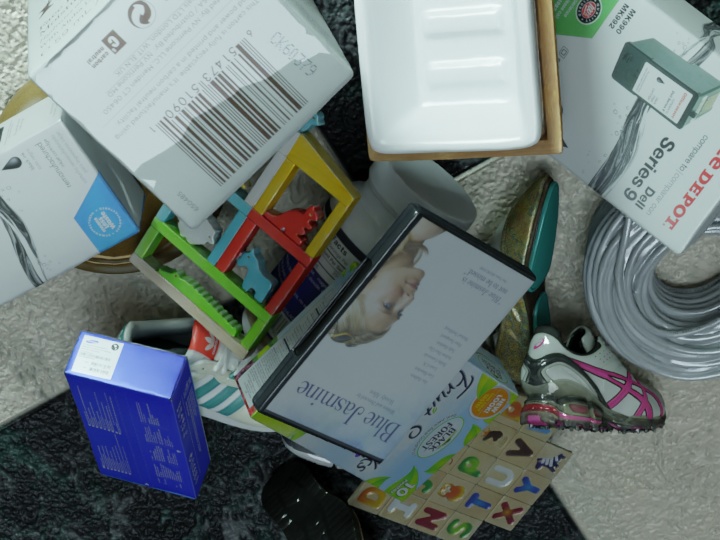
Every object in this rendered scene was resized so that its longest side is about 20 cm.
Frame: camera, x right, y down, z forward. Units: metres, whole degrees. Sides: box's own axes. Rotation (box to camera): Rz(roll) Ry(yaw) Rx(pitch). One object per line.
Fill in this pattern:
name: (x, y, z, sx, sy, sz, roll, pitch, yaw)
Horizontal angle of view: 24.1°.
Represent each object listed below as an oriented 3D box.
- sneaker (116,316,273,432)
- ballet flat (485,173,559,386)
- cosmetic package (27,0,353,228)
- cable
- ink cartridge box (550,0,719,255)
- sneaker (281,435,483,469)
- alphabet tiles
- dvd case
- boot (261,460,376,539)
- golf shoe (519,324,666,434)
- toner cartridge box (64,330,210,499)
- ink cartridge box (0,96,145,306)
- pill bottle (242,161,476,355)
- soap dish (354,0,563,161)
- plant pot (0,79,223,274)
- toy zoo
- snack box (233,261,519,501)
sneaker: (-0.116, 0.083, 1.437, 0.198, 0.071, 0.094, 10, 154, 0)
ballet flat: (0.132, 0.010, 1.444, 0.070, 0.071, 0.202, -3, 119, -2)
cosmetic package: (-0.130, -0.171, 1.226, 0.165, 0.200, 0.165, -43, 115, 8)
cable: (0.286, -0.004, 1.440, 0.198, 0.069, 0.201, 16, 119, -13)
ink cartridge box: (0.219, -0.133, 1.302, 0.199, 0.084, 0.147, 39, 114, 10)
sneaker: (0.029, 0.110, 1.494, 0.198, 0.078, 0.113, -2, 117, -15)
alphabet tiles: (0.085, 0.166, 1.490, 0.199, 0.006, 0.167, 24, 115, -28)
dvd case: (0.027, 0.052, 1.288, 0.142, 0.018, 0.200, 27, 109, -40)
boot: (-0.003, 0.262, 1.506, 0.077, 0.200, 0.138, -41, 119, 6)
golf shoe: (0.209, 0.096, 1.462, 0.072, 0.093, 0.199, -2, 171, 36)
toner cartridge box: (-0.186, 0.126, 1.434, 0.094, 0.043, 0.201, 15, 150, 9)
ink cartridge box: (-0.287, -0.044, 1.349, 0.199, 0.068, 0.116, -27, 118, 12)
pill bottle: (0.000, 0.000, 1.396, 0.115, 0.116, 0.200, 31, 114, -20)
soap dish: (0.075, -0.186, 1.262, 0.156, 0.081, 0.202, -1, 101, 25)
plant pot: (-0.207, -0.079, 1.389, 0.198, 0.028, 0.202, -1, 121, -2)
toy zoo: (-0.087, -0.046, 1.353, 0.131, 0.020, 0.201, 40, 111, 10)
snack box: (0.016, 0.094, 1.368, 0.142, 0.053, 0.200, -42, 134, 15)
